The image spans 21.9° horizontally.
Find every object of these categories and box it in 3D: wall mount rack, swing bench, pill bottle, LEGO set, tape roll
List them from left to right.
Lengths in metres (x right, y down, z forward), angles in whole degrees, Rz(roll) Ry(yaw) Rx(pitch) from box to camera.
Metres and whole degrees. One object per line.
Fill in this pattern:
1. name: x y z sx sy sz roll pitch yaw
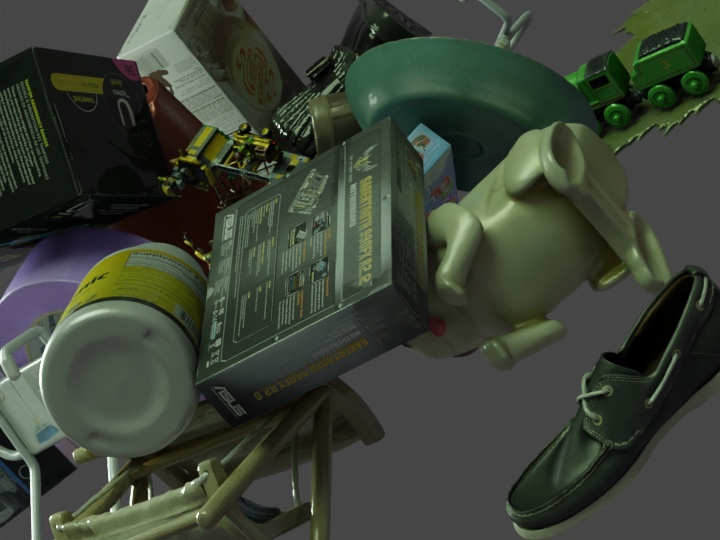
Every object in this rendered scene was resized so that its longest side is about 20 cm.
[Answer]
1. wall mount rack: -0.257 0.144 1.504 0.200 0.174 0.075 -29 8 42
2. tape roll: -0.199 0.059 1.527 0.199 0.200 0.066 -19 33 37
3. pill bottle: -0.158 0.047 1.333 0.111 0.112 0.200 -35 12 12
4. swing bench: -0.113 0.167 1.329 0.198 0.130 0.201 -24 30 32
5. LEGO set: -0.090 -0.012 1.514 0.153 0.201 0.116 19 59 25
6. wall mount rack: 0.067 -0.163 1.665 0.200 0.074 0.174 -51 -5 -21

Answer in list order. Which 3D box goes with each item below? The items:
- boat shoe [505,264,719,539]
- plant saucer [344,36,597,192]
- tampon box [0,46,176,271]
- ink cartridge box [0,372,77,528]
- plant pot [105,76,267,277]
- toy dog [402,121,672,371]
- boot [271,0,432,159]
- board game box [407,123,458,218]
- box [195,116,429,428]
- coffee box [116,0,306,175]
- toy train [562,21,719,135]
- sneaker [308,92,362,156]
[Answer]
1. boat shoe: 0.158 0.082 1.165 0.200 0.068 0.072 -45 28 -4
2. plant saucer: 0.081 -0.109 1.427 0.199 0.200 0.036 -12 56 45
3. tampon box: -0.282 -0.085 1.521 0.199 0.127 0.150 -21 -7 24
4. ink cartridge box: -0.346 0.128 1.621 0.099 0.200 0.039 -37 23 9
5. plant pot: -0.179 -0.057 1.685 0.200 0.195 0.201 -31 27 18
6. toy dog: 0.092 -0.016 1.323 0.200 0.139 0.194 -35 32 21
7. boot: -0.011 -0.183 1.775 0.158 0.079 0.211 -53 3 12
8. board game box: 0.000 0.000 1.429 0.037 0.151 0.200 36 75 20
9. box: -0.031 -0.002 1.282 0.158 0.048 0.201 -27 32 19
10. coffee box: -0.129 -0.176 1.794 0.079 0.200 0.115 -20 33 33
11. toy train: 0.189 -0.140 1.473 0.199 0.056 0.042 -21 32 34
12. sneaker: 0.002 -0.095 1.586 0.075 0.200 0.071 -10 75 1
